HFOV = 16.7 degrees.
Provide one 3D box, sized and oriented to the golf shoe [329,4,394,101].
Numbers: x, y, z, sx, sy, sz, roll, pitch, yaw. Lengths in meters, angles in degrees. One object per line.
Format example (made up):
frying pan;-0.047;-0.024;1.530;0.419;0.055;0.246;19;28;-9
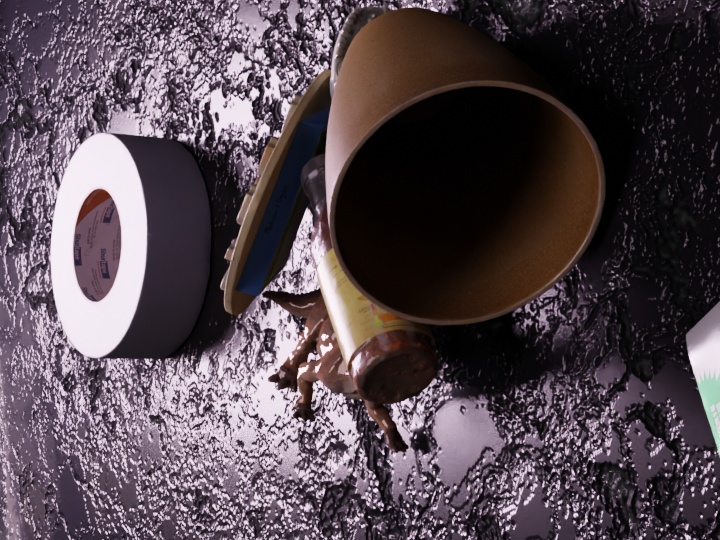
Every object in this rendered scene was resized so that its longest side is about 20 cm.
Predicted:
golf shoe;0.001;-0.097;1.845;0.097;0.078;0.201;159;111;-63

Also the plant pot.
plant pot;0.050;-0.094;1.684;0.200;0.186;0.187;-112;37;-55

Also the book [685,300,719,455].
book;0.269;0.042;1.425;0.200;0.048;0.134;-52;42;46

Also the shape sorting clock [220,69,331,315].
shape sorting clock;-0.062;-0.060;1.873;0.200;0.039;0.201;22;-90;-87

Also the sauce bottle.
sauce bottle;0.000;0.000;1.718;0.066;0.066;0.200;-58;39;39

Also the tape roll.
tape roll;-0.206;-0.021;2.186;0.200;0.066;0.201;-6;83;58

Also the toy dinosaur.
toy dinosaur;-0.003;0.044;1.833;0.200;0.086;0.136;55;133;51
